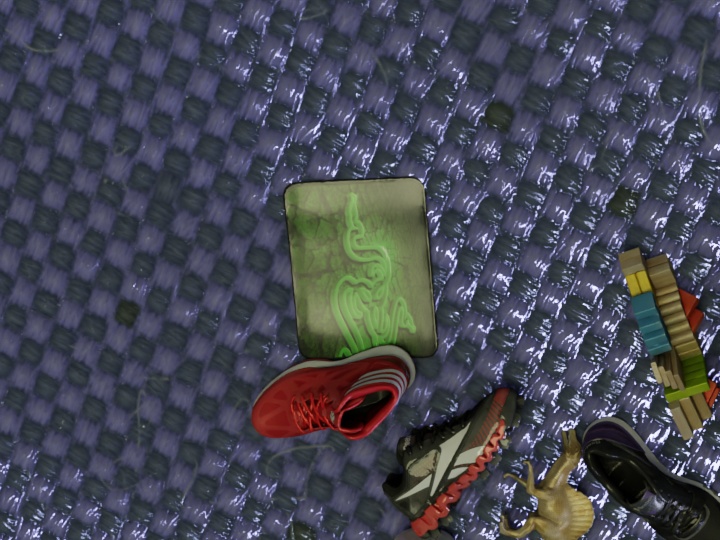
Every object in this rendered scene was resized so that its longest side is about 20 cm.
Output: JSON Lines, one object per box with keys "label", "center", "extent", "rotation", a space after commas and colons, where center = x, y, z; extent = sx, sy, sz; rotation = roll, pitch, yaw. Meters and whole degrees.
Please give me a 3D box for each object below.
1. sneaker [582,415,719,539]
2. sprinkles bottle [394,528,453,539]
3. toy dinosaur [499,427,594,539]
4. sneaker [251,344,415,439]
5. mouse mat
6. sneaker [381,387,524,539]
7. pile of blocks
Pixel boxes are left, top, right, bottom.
{"label": "sneaker", "center": [0.309, 0.244, 1.645], "extent": [0.199, 0.088, 0.076], "rotation": [38, 109, 2]}
{"label": "sprinkles bottle", "center": [0.071, 0.391, 1.752], "extent": [0.067, 0.068, 0.202], "rotation": [3, 105, 13]}
{"label": "toy dinosaur", "center": [0.202, 0.273, 1.695], "extent": [0.100, 0.058, 0.202], "rotation": [1, 104, 12]}
{"label": "sneaker", "center": [-0.042, 0.144, 1.690], "extent": [0.199, 0.116, 0.079], "rotation": [-26, 100, 19]}
{"label": "mouse mat", "center": [0.000, 0.000, 1.704], "extent": [0.159, 0.008, 0.202], "rotation": [-2, 104, 14]}
{"label": "sneaker", "center": [0.095, 0.194, 1.694], "extent": [0.098, 0.071, 0.201], "rotation": [37, 111, 0]}
{"label": "pile of blocks", "center": [0.325, 0.069, 1.601], "extent": [0.062, 0.082, 0.202], "rotation": [-20, 98, 18]}
